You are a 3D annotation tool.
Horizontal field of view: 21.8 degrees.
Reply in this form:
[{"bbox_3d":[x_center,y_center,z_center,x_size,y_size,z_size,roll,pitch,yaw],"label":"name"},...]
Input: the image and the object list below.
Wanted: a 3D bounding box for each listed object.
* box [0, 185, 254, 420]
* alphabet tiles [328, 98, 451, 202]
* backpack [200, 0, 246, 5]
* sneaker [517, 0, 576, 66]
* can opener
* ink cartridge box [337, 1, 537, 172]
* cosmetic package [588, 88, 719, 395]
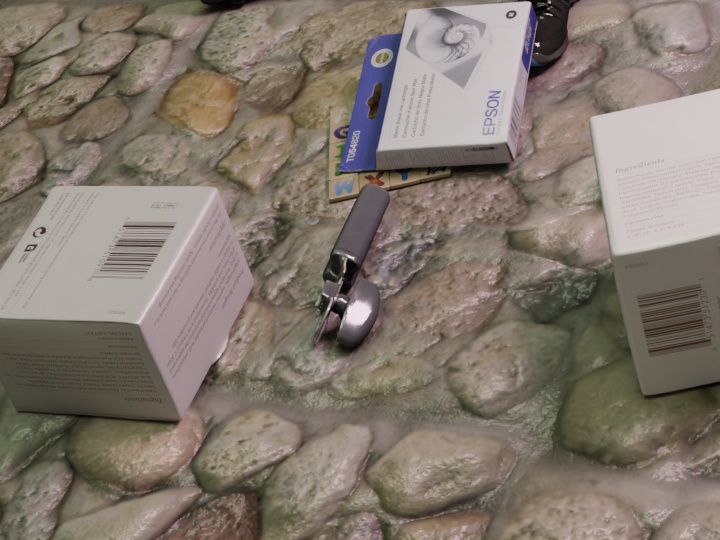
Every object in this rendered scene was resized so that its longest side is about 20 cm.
[{"bbox_3d":[-0.237,0.029,1.816,0.198,0.131,0.200,1,42,25],"label":"box"},{"bbox_3d":[0.061,-0.145,2.004,0.198,0.008,0.168,-12,38,10],"label":"alphabet tiles"},{"bbox_3d":[-0.138,-0.441,2.362,0.162,0.155,0.200,-16,24,15],"label":"backpack"},{"bbox_3d":[0.199,-0.303,2.076,0.072,0.082,0.201,1,43,20],"label":"sneaker"},{"bbox_3d":[0.000,0.000,1.830,0.066,0.054,0.201,24,46,1],"label":"can opener"},{"bbox_3d":[0.079,-0.196,1.987,0.198,0.041,0.201,-3,54,21],"label":"ink cartridge box"},{"bbox_3d":[0.300,-0.031,1.628,0.165,0.168,0.201,-12,39,9],"label":"cosmetic package"}]
